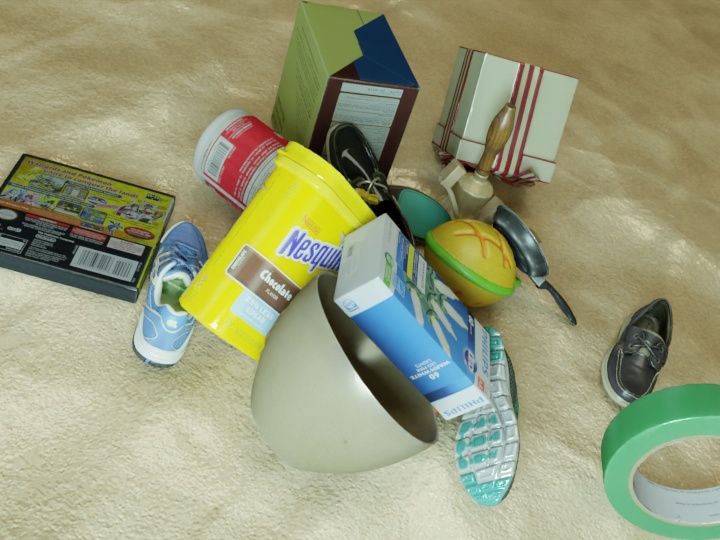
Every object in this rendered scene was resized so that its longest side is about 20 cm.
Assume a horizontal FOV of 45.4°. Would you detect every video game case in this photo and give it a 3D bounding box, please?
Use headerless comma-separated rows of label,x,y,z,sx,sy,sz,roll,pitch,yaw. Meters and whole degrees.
video game case,-0.337,-0.054,1.024,0.196,0.026,0.182,16,41,-7

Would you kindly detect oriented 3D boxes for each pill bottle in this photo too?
pill bottle,-0.115,-0.114,1.125,0.199,0.113,0.112,38,42,17

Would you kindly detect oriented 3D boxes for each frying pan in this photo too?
frying pan,0.230,-0.009,1.183,0.031,0.191,0.115,-33,34,-5

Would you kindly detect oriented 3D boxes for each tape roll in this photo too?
tape roll,0.359,0.208,0.918,0.197,0.202,0.049,18,40,-5

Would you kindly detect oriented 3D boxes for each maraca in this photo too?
maraca,0.152,-0.011,1.148,0.137,0.108,0.199,41,17,17

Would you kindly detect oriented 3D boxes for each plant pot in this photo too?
plant pot,-0.031,0.123,0.864,0.201,0.134,0.201,49,14,-16

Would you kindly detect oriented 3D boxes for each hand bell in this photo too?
hand bell,0.179,-0.150,1.232,0.102,0.202,0.105,13,39,-11

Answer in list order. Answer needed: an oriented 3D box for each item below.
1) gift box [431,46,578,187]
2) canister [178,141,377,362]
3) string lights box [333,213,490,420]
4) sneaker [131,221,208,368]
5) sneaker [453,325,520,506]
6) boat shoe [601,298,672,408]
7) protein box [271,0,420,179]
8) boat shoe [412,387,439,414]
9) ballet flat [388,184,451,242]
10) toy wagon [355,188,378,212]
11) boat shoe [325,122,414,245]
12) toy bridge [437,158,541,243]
gift box,0.214,-0.233,1.339,0.181,0.190,0.200,12,16,-7
canister,-0.083,-0.011,0.909,0.086,0.149,0.201,32,83,35
string lights box,0.059,0.051,0.893,0.200,0.058,0.104,47,31,-28
sneaker,-0.199,0.013,0.965,0.075,0.077,0.202,19,41,-20
sneaker,0.154,0.168,0.969,0.076,0.091,0.203,-11,57,27
boat shoe,0.375,0.104,1.147,0.071,0.065,0.200,32,41,9
protein box,-0.030,-0.236,1.229,0.132,0.202,0.200,3,43,-21
boat shoe,0.091,0.102,1.021,0.070,0.063,0.201,24,38,5
ballet flat,0.037,-0.089,1.205,0.197,0.071,0.071,17,38,-25
toy wagon,0.000,0.000,1.042,0.153,0.039,0.204,18,61,-36
boat shoe,0.017,-0.100,1.122,0.071,0.067,0.203,-25,97,-24
toy bridge,0.177,-0.074,1.224,0.199,0.067,0.027,37,19,-30
